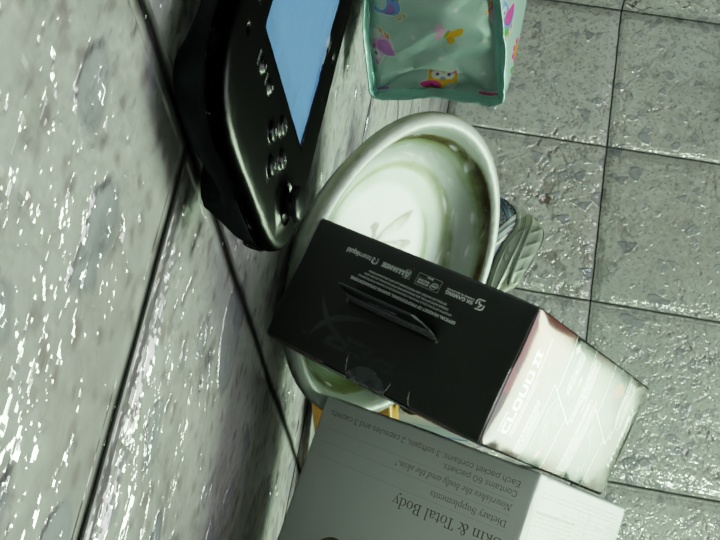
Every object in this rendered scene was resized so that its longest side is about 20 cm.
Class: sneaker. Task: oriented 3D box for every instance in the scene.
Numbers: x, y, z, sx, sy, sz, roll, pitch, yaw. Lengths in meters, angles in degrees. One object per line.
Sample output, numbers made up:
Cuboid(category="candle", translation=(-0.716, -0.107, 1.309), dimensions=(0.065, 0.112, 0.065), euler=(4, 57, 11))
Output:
Cuboid(category="sneaker", translation=(0.068, 0.020, 0.860), dimensions=(0.201, 0.086, 0.077), euler=(-62, -161, -20))

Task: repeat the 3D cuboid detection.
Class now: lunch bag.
Cuboid(category="lunch bag", translation=(0.062, -0.242, 0.716), dimensions=(0.201, 0.121, 0.171), euler=(82, 19, -47))

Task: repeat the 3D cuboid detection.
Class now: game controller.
Cuboid(category="game controller", translation=(-0.025, -0.110, 0.398), dimensions=(0.105, 0.042, 0.202), euler=(91, 9, -60))

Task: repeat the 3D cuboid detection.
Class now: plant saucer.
Cuboid(category="plant saucer", translation=(0.012, -0.007, 0.673), dimensions=(0.199, 0.050, 0.202), euler=(-27, 129, -39))

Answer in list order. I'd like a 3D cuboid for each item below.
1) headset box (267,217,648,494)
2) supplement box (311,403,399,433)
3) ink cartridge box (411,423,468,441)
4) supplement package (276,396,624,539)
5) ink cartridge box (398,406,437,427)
Cuboid(category="headset box", translation=(0.056, 0.049, 0.594), dimensions=(0.200, 0.148, 0.076), euler=(31, 84, -53))
Cuboid(category="supplement box", translation=(0.002, 0.164, 0.868), dimensions=(0.069, 0.066, 0.202), euler=(-72, 160, -65))
Cuboid(category="ink cartridge box", translation=(0.062, 0.060, 1.101), dimensions=(0.085, 0.143, 0.202), euler=(90, 11, -62))
Cuboid(category="supplement package", translation=(0.041, 0.206, 0.642), dimensions=(0.150, 0.151, 0.202), euler=(30, 77, -54))
Cuboid(category="ink cartridge box", translation=(0.046, 0.035, 0.972), dimensions=(0.125, 0.127, 0.202), euler=(71, 27, -79))
